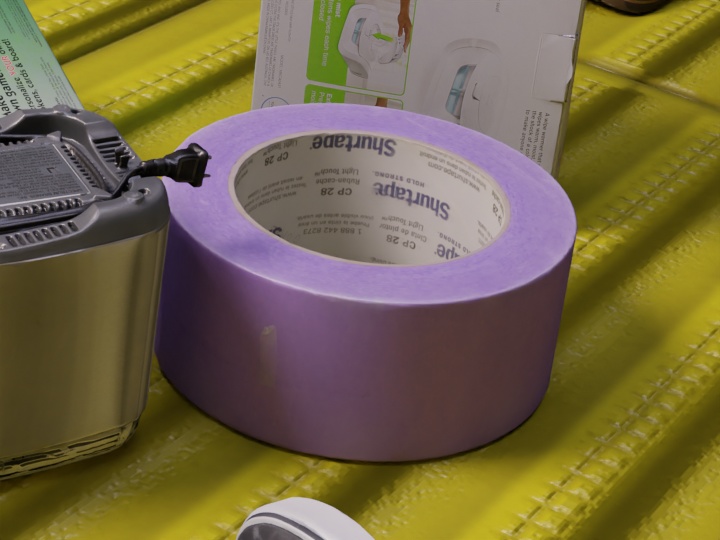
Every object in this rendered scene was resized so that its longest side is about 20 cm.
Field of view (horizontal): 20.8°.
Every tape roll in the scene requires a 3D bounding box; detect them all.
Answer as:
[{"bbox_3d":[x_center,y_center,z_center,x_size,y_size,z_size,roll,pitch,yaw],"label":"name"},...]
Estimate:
[{"bbox_3d":[0.000,0.000,0.941,0.198,0.086,0.201,6,28,-3],"label":"tape roll"}]

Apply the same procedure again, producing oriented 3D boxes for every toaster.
[{"bbox_3d":[-0.162,0.011,0.835,0.198,0.130,0.114,-11,35,-28],"label":"toaster"}]

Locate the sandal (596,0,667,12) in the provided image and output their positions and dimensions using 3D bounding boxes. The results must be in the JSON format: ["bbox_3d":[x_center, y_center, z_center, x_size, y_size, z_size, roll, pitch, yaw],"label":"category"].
[{"bbox_3d":[0.221,-0.244,1.452,0.081,0.055,0.200,24,33,27],"label":"sandal"}]

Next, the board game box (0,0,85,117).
[{"bbox_3d":[-0.211,-0.076,1.016,0.134,0.029,0.201,-12,54,-30],"label":"board game box"}]

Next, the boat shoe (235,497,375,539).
[{"bbox_3d":[-0.008,0.155,0.686,0.067,0.072,0.200,-8,40,-29],"label":"boat shoe"}]

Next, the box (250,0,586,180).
[{"bbox_3d":[0.036,-0.141,1.079,0.175,0.202,0.097,9,29,4],"label":"box"}]
